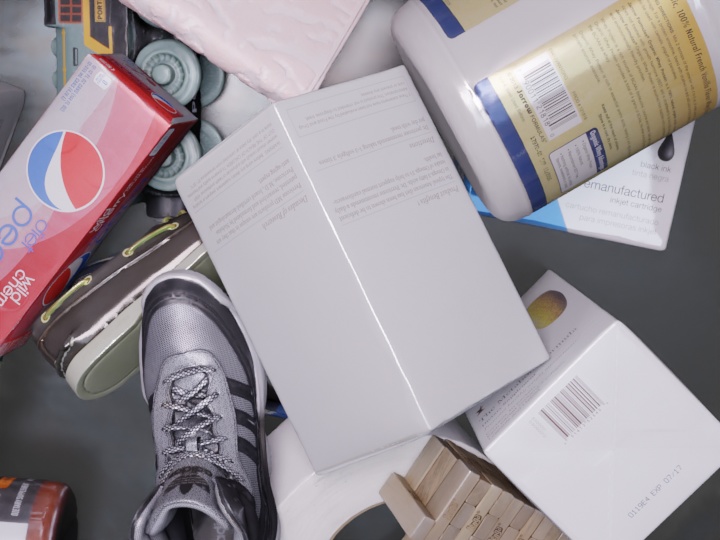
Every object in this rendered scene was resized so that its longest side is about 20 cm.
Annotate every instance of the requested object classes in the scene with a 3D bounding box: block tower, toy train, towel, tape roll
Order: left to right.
[{"bbox_3d":[-0.154,-0.133,0.833,0.113,0.085,0.201,3,100,10],"label":"toy train"},{"bbox_3d":[-0.086,-0.212,0.786,0.200,0.191,0.032,32,141,-7],"label":"towel"},{"bbox_3d":[0.007,0.185,0.850,0.202,0.071,0.203,-8,113,-19],"label":"tape roll"},{"bbox_3d":[0.109,0.175,0.815,0.200,0.054,0.058,30,97,-30],"label":"block tower"}]

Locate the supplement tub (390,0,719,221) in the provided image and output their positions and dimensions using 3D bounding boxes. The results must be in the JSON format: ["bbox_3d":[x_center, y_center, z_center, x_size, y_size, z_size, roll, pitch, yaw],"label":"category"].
[{"bbox_3d":[0.134,-0.135,0.720,0.200,0.144,0.145,-29,98,3],"label":"supplement tub"}]

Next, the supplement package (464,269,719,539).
[{"bbox_3d":[0.140,0.088,0.809,0.114,0.200,0.110,-45,98,4],"label":"supplement package"}]

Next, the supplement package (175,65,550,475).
[{"bbox_3d":[0.000,0.000,0.740,0.117,0.117,0.201,-29,85,47],"label":"supplement package"}]

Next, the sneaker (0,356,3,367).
[{"bbox_3d":[-0.271,0.090,0.832,0.080,0.071,0.201,24,65,0],"label":"sneaker"}]

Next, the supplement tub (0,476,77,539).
[{"bbox_3d":[-0.304,0.192,0.859,0.199,0.107,0.107,5,98,-3],"label":"supplement tub"}]

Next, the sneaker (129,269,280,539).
[{"bbox_3d":[-0.093,0.100,0.714,0.075,0.114,0.201,-11,94,5],"label":"sneaker"}]

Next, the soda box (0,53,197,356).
[{"bbox_3d":[-0.194,-0.040,0.778,0.070,0.063,0.200,40,102,-1],"label":"soda box"}]

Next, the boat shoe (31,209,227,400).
[{"bbox_3d":[-0.123,-0.004,0.807,0.201,0.072,0.061,-41,66,-18],"label":"boat shoe"}]

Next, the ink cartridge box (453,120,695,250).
[{"bbox_3d":[0.151,-0.128,0.837,0.144,0.084,0.201,11,97,-3],"label":"ink cartridge box"}]

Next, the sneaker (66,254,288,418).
[{"bbox_3d":[-0.109,0.046,0.854,0.199,0.085,0.077,22,97,-4],"label":"sneaker"}]

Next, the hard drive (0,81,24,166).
[{"bbox_3d":[-0.265,-0.055,0.776,0.027,0.200,0.132,22,97,-5],"label":"hard drive"}]
